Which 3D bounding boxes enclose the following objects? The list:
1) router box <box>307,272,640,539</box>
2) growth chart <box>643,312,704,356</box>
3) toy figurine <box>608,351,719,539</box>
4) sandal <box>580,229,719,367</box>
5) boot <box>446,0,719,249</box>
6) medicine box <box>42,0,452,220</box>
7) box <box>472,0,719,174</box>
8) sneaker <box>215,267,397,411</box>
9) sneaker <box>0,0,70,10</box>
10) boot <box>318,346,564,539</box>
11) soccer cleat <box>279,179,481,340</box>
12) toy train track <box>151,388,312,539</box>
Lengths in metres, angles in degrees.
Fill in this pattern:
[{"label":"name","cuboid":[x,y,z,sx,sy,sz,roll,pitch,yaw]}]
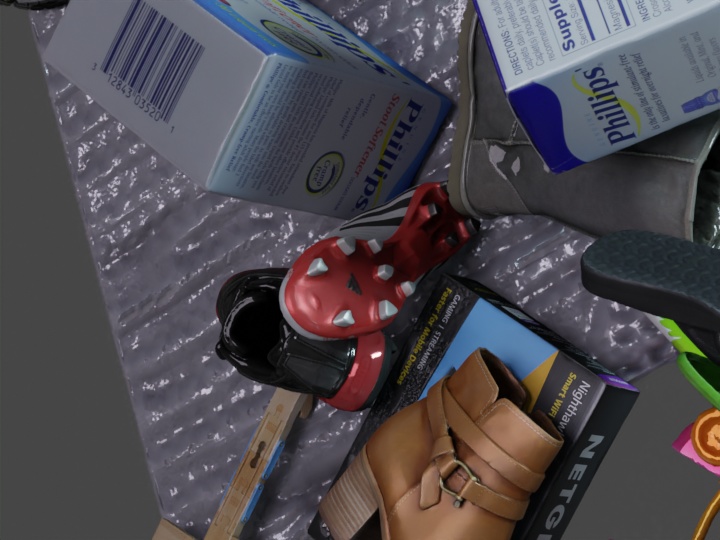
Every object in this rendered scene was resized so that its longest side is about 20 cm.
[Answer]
[{"label":"router box","cuboid":[0.071,0.124,1.714,0.149,0.051,0.200,34,103,34]},{"label":"growth chart","cuboid":[0.237,-0.039,1.641,0.145,0.018,0.200,43,107,34]},{"label":"toy figurine","cuboid":[0.213,0.179,1.536,0.200,0.150,0.184,38,100,20]},{"label":"sandal","cuboid":[0.217,0.025,1.556,0.200,0.075,0.048,23,132,43]},{"label":"boot","cuboid":[0.150,-0.100,1.670,0.200,0.072,0.182,8,96,48]},{"label":"medicine box","cuboid":[-0.074,-0.126,1.771,0.182,0.200,0.103,38,107,34]},{"label":"box","cuboid":[0.164,-0.187,1.563,0.200,0.105,0.184,-22,58,9]},{"label":"sneaker","cuboid":[-0.059,0.034,1.773,0.200,0.098,0.071,30,100,59]},{"label":"sneaker","cuboid":[-0.211,-0.244,1.974,0.200,0.074,0.081,2,80,35]},{"label":"boot","cuboid":[0.075,0.160,1.634,0.155,0.074,0.200,-46,65,16]},{"label":"soccer cleat","cuboid":[0.000,0.000,1.711,0.085,0.200,0.069,-26,98,40]},{"label":"toy train track","cuboid":[-0.080,0.169,1.836,0.115,0.033,0.200,28,94,43]}]
